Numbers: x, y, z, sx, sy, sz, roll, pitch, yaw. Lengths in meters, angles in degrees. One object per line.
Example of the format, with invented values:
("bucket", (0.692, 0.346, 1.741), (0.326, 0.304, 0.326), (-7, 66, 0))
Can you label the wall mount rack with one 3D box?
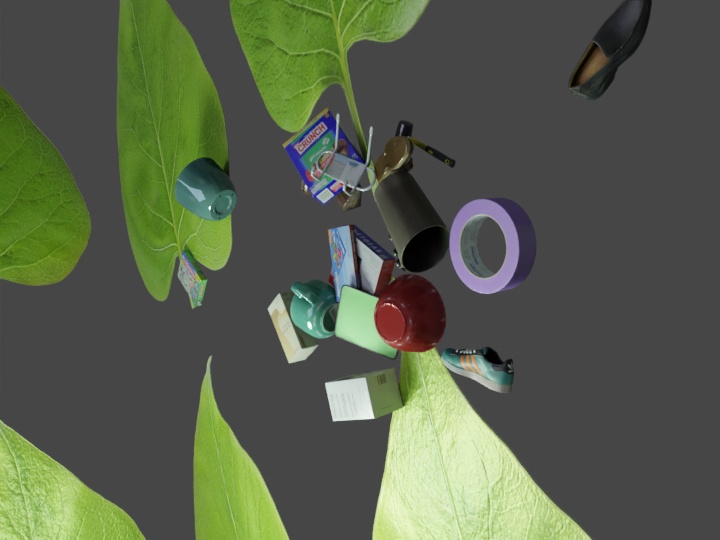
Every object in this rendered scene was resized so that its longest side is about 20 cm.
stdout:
("wall mount rack", (-0.038, -0.297, 1.709), (0.197, 0.074, 0.177), (27, 88, 29))

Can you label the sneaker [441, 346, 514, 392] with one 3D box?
("sneaker", (0.271, 0.205, 1.519), (0.197, 0.070, 0.082), (21, 107, 43))

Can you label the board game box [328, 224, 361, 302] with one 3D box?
("board game box", (-0.043, -0.018, 1.836), (0.102, 0.019, 0.207), (-6, 91, 50))

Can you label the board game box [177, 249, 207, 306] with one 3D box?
("board game box", (-0.701, 0.030, 2.752), (0.201, 0.029, 0.137), (49, 132, 36))

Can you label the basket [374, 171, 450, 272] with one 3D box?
("basket", (0.119, -0.127, 1.598), (0.182, 0.133, 0.203), (74, 171, -60))

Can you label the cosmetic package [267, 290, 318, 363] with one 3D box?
("cosmetic package", (-0.219, 0.180, 2.129), (0.105, 0.070, 0.204), (-48, 59, 43))

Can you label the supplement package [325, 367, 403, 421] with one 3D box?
("supplement package", (0.007, 0.345, 1.837), (0.198, 0.112, 0.113), (-19, 83, 51))

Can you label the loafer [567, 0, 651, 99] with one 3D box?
("loafer", (0.445, -0.402, 1.186), (0.073, 0.071, 0.203), (49, 130, 35))

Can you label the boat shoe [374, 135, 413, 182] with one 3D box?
("boat shoe", (0.096, -0.273, 1.627), (0.200, 0.070, 0.074), (135, 125, -66))

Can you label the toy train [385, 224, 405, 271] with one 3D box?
("toy train", (0.094, -0.100, 1.718), (0.045, 0.034, 0.206), (-21, 78, 38))

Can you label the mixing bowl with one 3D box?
("mixing bowl", (0.105, 0.119, 1.653), (0.196, 0.107, 0.207), (11, 108, 39))

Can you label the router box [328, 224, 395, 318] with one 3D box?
("router box", (0.000, 0.000, 1.839), (0.199, 0.048, 0.184), (40, 126, 41))

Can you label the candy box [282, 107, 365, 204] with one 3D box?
("candy box", (-0.097, -0.317, 1.829), (0.168, 0.077, 0.202), (-37, 63, 10))

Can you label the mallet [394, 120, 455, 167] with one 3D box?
("mallet", (0.157, -0.308, 1.602), (0.198, 0.040, 0.068), (31, 123, 40))

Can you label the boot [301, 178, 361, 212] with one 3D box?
("boot", (-0.081, -0.226, 1.898), (0.202, 0.063, 0.188), (55, 133, 24))

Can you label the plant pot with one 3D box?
("plant pot", (-0.538, -0.274, 2.373), (0.160, 0.198, 0.204), (37, 125, 24))

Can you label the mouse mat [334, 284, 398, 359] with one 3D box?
("mouse mat", (0.024, 0.140, 1.795), (0.195, 0.008, 0.165), (20, 116, 19))

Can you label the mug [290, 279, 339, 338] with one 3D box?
("mug", (-0.122, 0.116, 1.907), (0.113, 0.182, 0.156), (25, 105, 42))

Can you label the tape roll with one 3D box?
("tape roll", (0.287, -0.055, 1.453), (0.198, 0.064, 0.207), (11, 104, 51))
